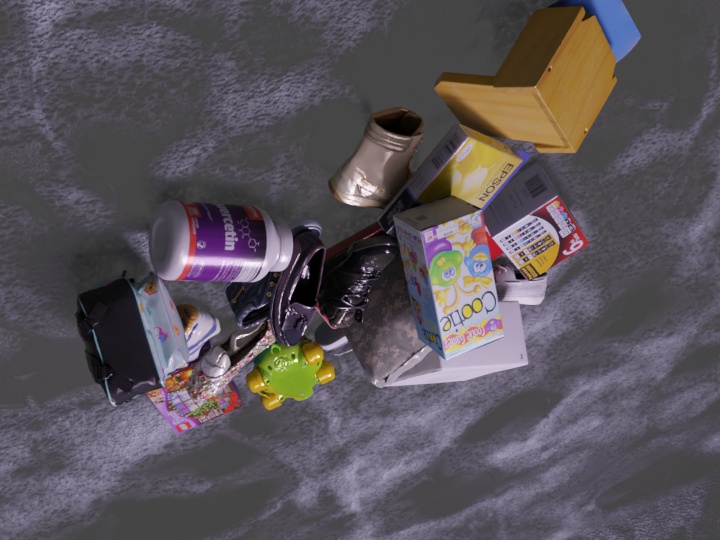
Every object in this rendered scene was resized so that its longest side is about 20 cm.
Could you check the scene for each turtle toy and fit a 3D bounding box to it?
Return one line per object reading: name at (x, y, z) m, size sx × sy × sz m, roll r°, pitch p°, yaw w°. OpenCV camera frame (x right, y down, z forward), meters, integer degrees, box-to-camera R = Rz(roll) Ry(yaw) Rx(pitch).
turtle toy at (-0.126, 0.171, 1.927) m, size 0.144 × 0.102 × 0.201 m, roll -25°, pitch 147°, yaw 1°

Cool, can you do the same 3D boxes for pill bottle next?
pill bottle at (-0.202, -0.041, 1.583) m, size 0.197 × 0.113 × 0.113 m, roll 1°, pitch 139°, yaw -34°

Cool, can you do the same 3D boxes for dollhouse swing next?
dollhouse swing at (0.238, -0.284, 1.565) m, size 0.183 × 0.175 × 0.200 m, roll -59°, pitch 145°, yaw -4°

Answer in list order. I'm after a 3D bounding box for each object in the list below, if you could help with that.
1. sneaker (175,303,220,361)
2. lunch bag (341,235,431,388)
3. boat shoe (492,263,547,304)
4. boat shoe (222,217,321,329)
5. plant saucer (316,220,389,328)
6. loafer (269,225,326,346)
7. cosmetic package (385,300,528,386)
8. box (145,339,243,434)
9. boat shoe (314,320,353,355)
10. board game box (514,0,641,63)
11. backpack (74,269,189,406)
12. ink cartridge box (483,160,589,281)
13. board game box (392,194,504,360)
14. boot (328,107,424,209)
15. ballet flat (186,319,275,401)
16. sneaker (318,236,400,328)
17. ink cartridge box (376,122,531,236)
sneaker at (-0.310, 0.140, 1.793) m, size 0.200 × 0.076 × 0.088 m, roll -41°, pitch 144°, yaw 24°
lunch bag at (0.057, 0.072, 1.759) m, size 0.163 × 0.202 × 0.117 m, roll -38°, pitch 144°, yaw 19°
boat shoe at (0.266, 0.021, 2.014) m, size 0.197 × 0.072 × 0.070 m, roll 7°, pitch 109°, yaw -24°
boat shoe at (-0.129, 0.008, 1.714) m, size 0.199 × 0.092 × 0.071 m, roll -38°, pitch 144°, yaw 19°
plant saucer at (0.000, 0.000, 1.837) m, size 0.198 × 0.037 × 0.200 m, roll -29°, pitch 145°, yaw 5°
loafer at (-0.094, 0.034, 1.671) m, size 0.071 × 0.063 × 0.203 m, roll -14°, pitch 124°, yaw -41°
cosmetic package at (0.164, 0.133, 1.980) m, size 0.197 × 0.125 × 0.199 m, roll 0°, pitch 168°, yaw -32°
box at (-0.298, 0.210, 1.925) m, size 0.135 × 0.039 × 0.201 m, roll -23°, pitch 146°, yaw -3°
boat shoe at (0.016, 0.097, 1.942) m, size 0.198 × 0.074 × 0.068 m, roll -31°, pitch 142°, yaw 8°
board game box at (0.308, -0.347, 1.563) m, size 0.156 × 0.039 × 0.199 m, roll -25°, pitch 149°, yaw 21°
backpack at (-0.340, 0.091, 1.600) m, size 0.151 × 0.178 × 0.200 m, roll -22°, pitch -173°, yaw -18°
ink cartridge box at (0.280, -0.069, 1.880) m, size 0.174 × 0.085 × 0.200 m, roll -33°, pitch 146°, yaw 12°
board game box at (0.130, 0.008, 1.587) m, size 0.102 × 0.105 × 0.203 m, roll -19°, pitch 112°, yaw -16°
boot at (0.065, -0.165, 1.628) m, size 0.197 × 0.073 × 0.156 m, roll 5°, pitch 135°, yaw -33°
ballet flat at (-0.217, 0.133, 1.811) m, size 0.200 × 0.075 × 0.064 m, roll -43°, pitch 154°, yaw -22°
sneaker at (-0.001, 0.021, 1.684) m, size 0.075 × 0.116 × 0.198 m, roll 11°, pitch 151°, yaw -40°
ink cartridge box at (0.153, -0.117, 1.655) m, size 0.198 × 0.047 × 0.198 m, roll 15°, pitch 123°, yaw -44°
